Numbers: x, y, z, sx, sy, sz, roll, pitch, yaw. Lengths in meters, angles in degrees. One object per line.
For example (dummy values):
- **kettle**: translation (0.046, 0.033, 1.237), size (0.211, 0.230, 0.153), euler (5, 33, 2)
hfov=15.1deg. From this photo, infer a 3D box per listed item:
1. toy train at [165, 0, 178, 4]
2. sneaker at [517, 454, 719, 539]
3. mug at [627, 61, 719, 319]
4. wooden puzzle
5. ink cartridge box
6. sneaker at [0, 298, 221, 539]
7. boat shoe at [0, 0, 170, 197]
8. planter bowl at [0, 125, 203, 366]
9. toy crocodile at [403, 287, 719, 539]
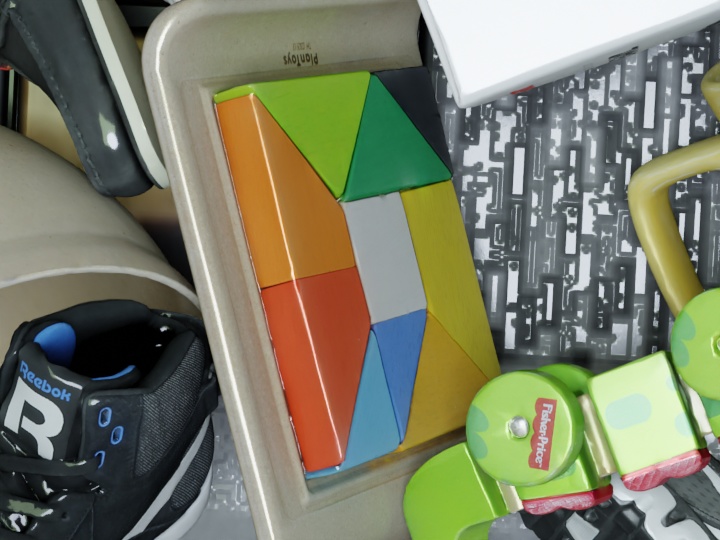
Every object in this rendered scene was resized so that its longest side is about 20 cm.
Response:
- **toy train**: translation (-0.017, -0.180, 0.992), size (0.200, 0.056, 0.150), euler (-37, 111, 8)
- **sneaker**: translation (0.150, 0.127, 0.988), size (0.200, 0.090, 0.067), euler (49, 139, 11)
- **mug**: translation (0.210, -0.028, 0.974), size (0.149, 0.186, 0.154), euler (-30, 99, -26)
- **wooden puzzle**: translation (0.000, 0.000, 0.956), size (0.037, 0.185, 0.202), euler (-8, 93, 29)
- **ink cartridge box**: translation (0.115, -0.128, 0.957), size (0.199, 0.146, 0.085), euler (-20, 92, 6)
- **sneaker**: translation (-0.121, 0.079, 0.878), size (0.073, 0.112, 0.200), euler (30, 51, 19)
- **boat shoe**: translation (-0.121, -0.099, 0.988), size (0.063, 0.074, 0.202), euler (-27, 59, -2)
- **planter bowl**: translation (-0.169, 0.019, 0.980), size (0.200, 0.200, 0.135), euler (-37, 62, 5)
- **toy crocodile**: translation (0.103, 0.048, 0.923), size (0.199, 0.067, 0.062), euler (-24, 83, 17)
